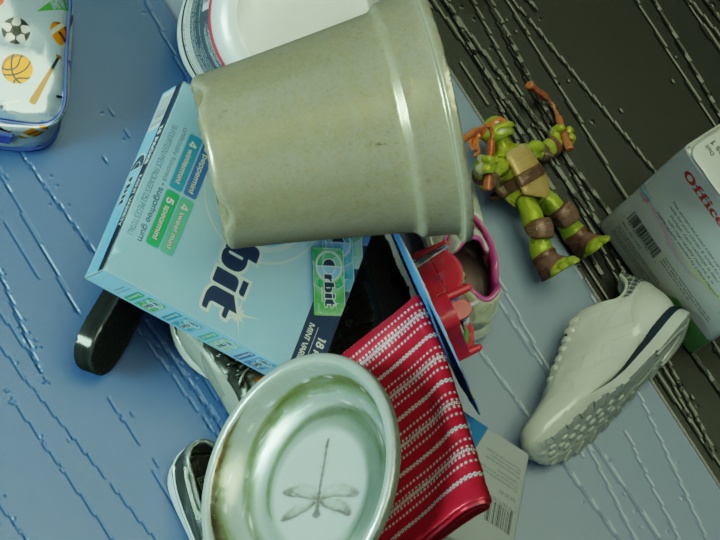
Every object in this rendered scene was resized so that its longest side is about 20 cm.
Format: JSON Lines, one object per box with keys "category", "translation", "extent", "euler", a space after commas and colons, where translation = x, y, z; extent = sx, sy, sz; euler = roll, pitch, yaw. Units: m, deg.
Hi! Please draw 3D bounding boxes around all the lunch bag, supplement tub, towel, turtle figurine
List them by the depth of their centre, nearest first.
{"category": "towel", "translation": [0.021, 0.134, 1.560], "extent": [0.022, 0.144, 0.201], "euler": [26, 35, -43]}
{"category": "supplement tub", "translation": [-0.073, -0.203, 1.686], "extent": [0.140, 0.200, 0.141], "euler": [-1, 92, -16]}
{"category": "lunch bag", "translation": [-0.340, -0.178, 1.688], "extent": [0.199, 0.076, 0.161], "euler": [6, 73, -14]}
{"category": "turtle figurine", "translation": [0.142, -0.072, 1.783], "extent": [0.200, 0.064, 0.162], "euler": [-26, 86, -55]}

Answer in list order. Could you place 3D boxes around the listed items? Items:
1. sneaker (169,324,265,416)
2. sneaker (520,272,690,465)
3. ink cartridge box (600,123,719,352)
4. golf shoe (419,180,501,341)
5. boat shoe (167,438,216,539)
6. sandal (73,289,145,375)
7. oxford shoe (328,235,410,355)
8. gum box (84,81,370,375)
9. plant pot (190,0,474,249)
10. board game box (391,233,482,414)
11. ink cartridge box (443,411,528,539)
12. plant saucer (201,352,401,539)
{"category": "sneaker", "translation": [-0.093, 0.081, 1.666], "extent": [0.074, 0.079, 0.201], "euler": [-26, 79, -20]}
{"category": "sneaker", "translation": [0.198, 0.086, 1.758], "extent": [0.080, 0.077, 0.200], "euler": [39, 64, 19]}
{"category": "ink cartridge box", "translation": [0.310, -0.032, 1.750], "extent": [0.084, 0.200, 0.145], "euler": [-32, 83, -22]}
{"category": "golf shoe", "translation": [0.082, -0.042, 1.750], "extent": [0.075, 0.092, 0.201], "euler": [-12, 74, -18]}
{"category": "boat shoe", "translation": [-0.091, 0.226, 1.622], "extent": [0.073, 0.068, 0.200], "euler": [-17, 77, -20]}
{"category": "sandal", "translation": [-0.190, -0.010, 1.677], "extent": [0.048, 0.075, 0.201], "euler": [21, 66, 21]}
{"category": "oxford shoe", "translation": [0.000, 0.000, 1.733], "extent": [0.084, 0.072, 0.201], "euler": [29, 46, -46]}
{"category": "gum box", "translation": [-0.096, -0.025, 1.611], "extent": [0.200, 0.045, 0.171], "euler": [29, 68, -22]}
{"category": "plant pot", "translation": [-0.026, -0.101, 1.523], "extent": [0.183, 0.201, 0.201], "euler": [-12, 75, -3]}
{"category": "board game box", "translation": [0.073, 0.027, 1.644], "extent": [0.039, 0.200, 0.159], "euler": [-25, 99, 0]}
{"category": "ink cartridge box", "translation": [0.050, 0.218, 1.621], "extent": [0.145, 0.083, 0.201], "euler": [36, 58, -46]}
{"category": "plant saucer", "translation": [-0.036, 0.164, 1.547], "extent": [0.050, 0.200, 0.201], "euler": [26, 62, -44]}
